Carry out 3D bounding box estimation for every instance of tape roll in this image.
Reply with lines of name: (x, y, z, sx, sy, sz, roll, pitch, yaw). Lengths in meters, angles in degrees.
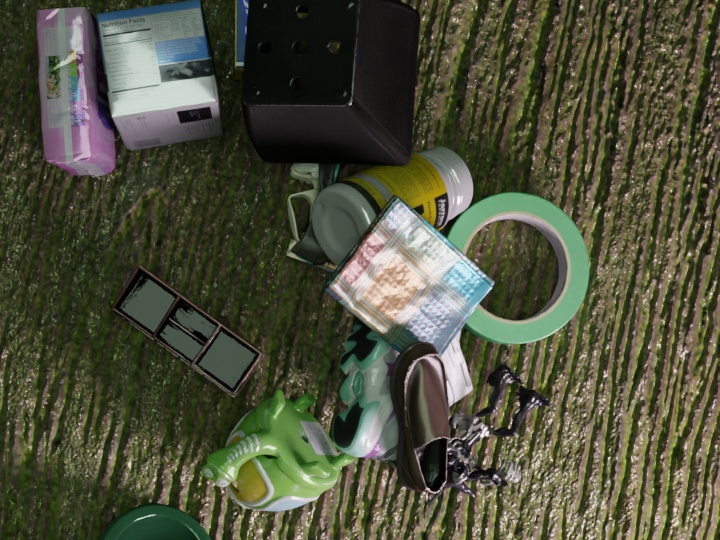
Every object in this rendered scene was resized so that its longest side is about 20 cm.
tape roll: (0.202, -0.003, 1.670, 0.199, 0.048, 0.202, 0, 86, -5)

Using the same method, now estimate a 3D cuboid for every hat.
hat: (-0.302, 0.414, 1.603, 0.166, 0.176, 0.200, 52, 45, 3)

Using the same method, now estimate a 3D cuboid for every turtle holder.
turtle holder: (-0.107, 0.241, 1.557, 0.132, 0.186, 0.141, -39, 95, 19)

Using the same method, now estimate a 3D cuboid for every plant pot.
plant pot: (-0.046, -0.242, 1.504, 0.199, 0.177, 0.201, 3, 85, 14)

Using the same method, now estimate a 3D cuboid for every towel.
towel: (0.063, 0.020, 1.532, 0.200, 0.022, 0.147, 40, 86, -34)

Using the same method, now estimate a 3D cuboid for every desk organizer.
desk organizer: (-0.222, 0.078, 1.609, 0.200, 0.077, 0.072, 36, 83, -1)

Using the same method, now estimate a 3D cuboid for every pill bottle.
pill bottle: (0.044, -0.084, 1.594, 0.200, 0.114, 0.115, -28, 88, -38)

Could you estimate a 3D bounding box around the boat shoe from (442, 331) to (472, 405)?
boat shoe: (0.097, 0.081, 1.629, 0.065, 0.074, 0.201, -25, 116, -22)

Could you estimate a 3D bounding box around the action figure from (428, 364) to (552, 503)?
action figure: (0.152, 0.220, 1.619, 0.119, 0.102, 0.200, 42, 81, -14)

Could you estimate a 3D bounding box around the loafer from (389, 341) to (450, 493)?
loafer: (0.086, 0.185, 1.545, 0.073, 0.071, 0.201, -14, 110, -26)

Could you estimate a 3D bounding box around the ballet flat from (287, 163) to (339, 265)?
ballet flat: (-0.058, -0.107, 1.630, 0.068, 0.068, 0.201, 8, 71, -11)

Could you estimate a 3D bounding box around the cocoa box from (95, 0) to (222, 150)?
cocoa box: (-0.248, -0.242, 1.572, 0.133, 0.200, 0.132, -9, 85, -5)

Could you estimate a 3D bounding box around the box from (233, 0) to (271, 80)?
box: (-0.136, -0.355, 1.657, 0.064, 0.070, 0.201, 0, 85, -7)

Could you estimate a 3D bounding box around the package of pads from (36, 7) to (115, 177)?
package of pads: (-0.362, -0.225, 1.600, 0.075, 0.121, 0.201, -5, 86, 0)

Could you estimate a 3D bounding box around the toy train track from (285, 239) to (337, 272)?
toy train track: (0.000, 0.000, 1.662, 0.199, 0.033, 0.115, 18, 91, 2)

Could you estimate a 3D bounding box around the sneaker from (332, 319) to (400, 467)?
sneaker: (0.041, 0.157, 1.624, 0.140, 0.078, 0.201, 27, 67, -35)
